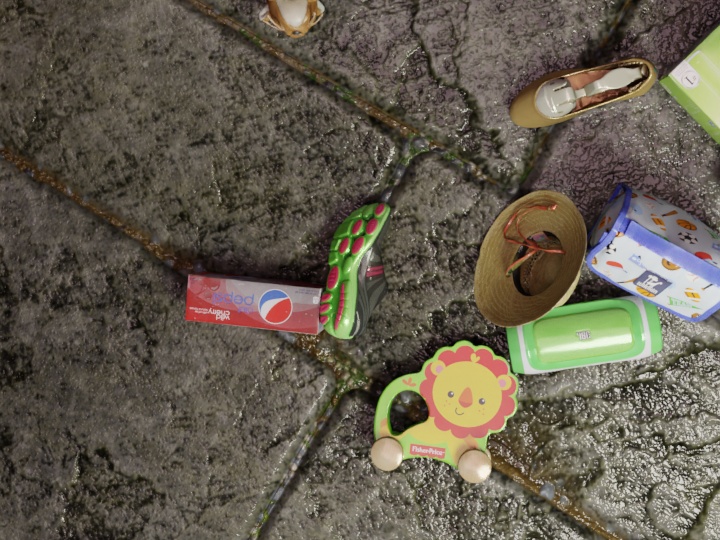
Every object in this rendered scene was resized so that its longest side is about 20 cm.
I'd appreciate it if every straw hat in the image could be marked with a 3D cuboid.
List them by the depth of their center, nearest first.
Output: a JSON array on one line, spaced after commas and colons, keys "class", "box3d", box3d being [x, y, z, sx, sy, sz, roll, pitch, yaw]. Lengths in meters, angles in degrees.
[{"class": "straw hat", "box3d": [0.250, -0.002, 1.225, 0.085, 0.201, 0.201, 29, 102, -34]}]

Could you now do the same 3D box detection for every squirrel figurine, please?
[{"class": "squirrel figurine", "box3d": [-0.098, -0.421, 1.222, 0.141, 0.187, 0.201, -15, 56, -5]}]

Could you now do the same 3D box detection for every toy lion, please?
[{"class": "toy lion", "box3d": [0.122, 0.193, 1.293, 0.199, 0.069, 0.193, 5, 90, 9]}]

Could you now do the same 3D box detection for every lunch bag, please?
[{"class": "lunch bag", "box3d": [0.379, -0.023, 1.155, 0.169, 0.200, 0.124, 29, 99, 4]}]

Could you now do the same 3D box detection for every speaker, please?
[{"class": "speaker", "box3d": [0.301, 0.088, 1.237, 0.199, 0.088, 0.089, -10, 94, 10]}]

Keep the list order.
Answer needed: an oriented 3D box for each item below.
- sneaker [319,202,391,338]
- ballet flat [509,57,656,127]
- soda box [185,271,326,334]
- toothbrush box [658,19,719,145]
[{"class": "sneaker", "box3d": [0.000, 0.000, 1.290, 0.076, 0.084, 0.201, 13, 82, 40]}, {"class": "ballet flat", "box3d": [0.295, -0.244, 1.216, 0.199, 0.063, 0.069, -18, 92, 11]}, {"class": "soda box", "box3d": [-0.148, 0.046, 1.316, 0.199, 0.063, 0.071, 6, 96, 9]}, {"class": "toothbrush box", "box3d": [0.511, -0.229, 1.172, 0.146, 0.086, 0.200, -43, 89, 11]}]
